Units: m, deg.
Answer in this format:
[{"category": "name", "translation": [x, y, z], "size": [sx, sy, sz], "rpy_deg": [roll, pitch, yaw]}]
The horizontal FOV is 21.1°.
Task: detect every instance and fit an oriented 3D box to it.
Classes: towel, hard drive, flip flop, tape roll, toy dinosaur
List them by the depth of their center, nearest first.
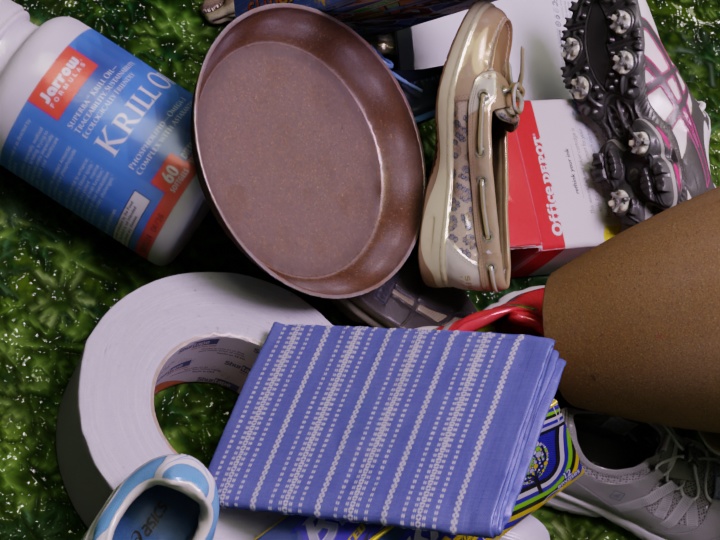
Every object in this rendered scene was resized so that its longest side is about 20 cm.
[{"category": "towel", "translation": [0.013, 0.094, 1.169], "size": [0.200, 0.024, 0.145], "rpy_deg": [3, 49, 26]}, {"category": "tape roll", "translation": [-0.091, 0.101, 1.242], "size": [0.200, 0.066, 0.201], "rpy_deg": [11, 55, -16]}, {"category": "flip flop", "translation": [0.000, 0.000, 1.353], "size": [0.200, 0.058, 0.081], "rpy_deg": [40, 57, -14]}, {"category": "toy dinosaur", "translation": [-0.021, -0.164, 1.453], "size": [0.200, 0.047, 0.088], "rpy_deg": [16, 48, -16]}, {"category": "hard drive", "translation": [0.118, -0.180, 1.510], "size": [0.200, 0.025, 0.132], "rpy_deg": [12, 55, -26]}]

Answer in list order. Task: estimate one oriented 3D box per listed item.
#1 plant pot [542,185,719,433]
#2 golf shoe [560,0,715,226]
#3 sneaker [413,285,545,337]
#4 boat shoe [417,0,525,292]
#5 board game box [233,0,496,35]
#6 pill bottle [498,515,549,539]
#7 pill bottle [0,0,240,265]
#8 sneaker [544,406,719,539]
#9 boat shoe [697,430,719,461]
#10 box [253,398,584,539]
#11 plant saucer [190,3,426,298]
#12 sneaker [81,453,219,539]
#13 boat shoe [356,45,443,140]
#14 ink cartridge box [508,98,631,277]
[{"category": "plant pot", "translation": [0.226, 0.028, 1.256], "size": [0.200, 0.186, 0.187], "rpy_deg": [-9, 51, 24]}, {"category": "golf shoe", "translation": [0.204, -0.125, 1.408], "size": [0.088, 0.077, 0.201], "rpy_deg": [1, 72, -41]}, {"category": "sneaker", "translation": [0.111, 0.053, 1.323], "size": [0.200, 0.085, 0.077], "rpy_deg": [-19, 89, -43]}, {"category": "boat shoe", "translation": [0.087, -0.084, 1.331], "size": [0.063, 0.073, 0.201], "rpy_deg": [8, 89, 20]}, {"category": "board game box", "translation": [0.022, -0.197, 1.343], "size": [0.135, 0.200, 0.035], "rpy_deg": [-5, 88, -38]}, {"category": "pill bottle", "translation": [0.068, 0.248, 1.184], "size": [0.112, 0.112, 0.200], "rpy_deg": [18, 54, -11]}, {"category": "pill bottle", "translation": [-0.186, -0.100, 1.302], "size": [0.200, 0.112, 0.112], "rpy_deg": [32, 53, 0]}, {"category": "sneaker", "translation": [0.205, 0.141, 1.325], "size": [0.199, 0.082, 0.075], "rpy_deg": [12, 56, -15]}, {"category": "boat shoe", "translation": [0.262, 0.059, 1.367], "size": [0.072, 0.066, 0.201], "rpy_deg": [-8, 48, 9]}, {"category": "box", "translation": [0.034, 0.145, 1.174], "size": [0.200, 0.064, 0.070], "rpy_deg": [-36, 35, -16]}, {"category": "plant saucer", "translation": [-0.039, -0.076, 1.282], "size": [0.200, 0.034, 0.201], "rpy_deg": [15, 67, -38]}, {"category": "sneaker", "translation": [-0.146, 0.196, 1.117], "size": [0.072, 0.072, 0.200], "rpy_deg": [27, 86, -1]}, {"category": "boat shoe", "translation": [-0.006, -0.124, 1.379], "size": [0.200, 0.084, 0.069], "rpy_deg": [-19, 93, -18]}, {"category": "ink cartridge box", "translation": [0.157, -0.062, 1.433], "size": [0.200, 0.067, 0.116], "rpy_deg": [-4, 72, -24]}]
